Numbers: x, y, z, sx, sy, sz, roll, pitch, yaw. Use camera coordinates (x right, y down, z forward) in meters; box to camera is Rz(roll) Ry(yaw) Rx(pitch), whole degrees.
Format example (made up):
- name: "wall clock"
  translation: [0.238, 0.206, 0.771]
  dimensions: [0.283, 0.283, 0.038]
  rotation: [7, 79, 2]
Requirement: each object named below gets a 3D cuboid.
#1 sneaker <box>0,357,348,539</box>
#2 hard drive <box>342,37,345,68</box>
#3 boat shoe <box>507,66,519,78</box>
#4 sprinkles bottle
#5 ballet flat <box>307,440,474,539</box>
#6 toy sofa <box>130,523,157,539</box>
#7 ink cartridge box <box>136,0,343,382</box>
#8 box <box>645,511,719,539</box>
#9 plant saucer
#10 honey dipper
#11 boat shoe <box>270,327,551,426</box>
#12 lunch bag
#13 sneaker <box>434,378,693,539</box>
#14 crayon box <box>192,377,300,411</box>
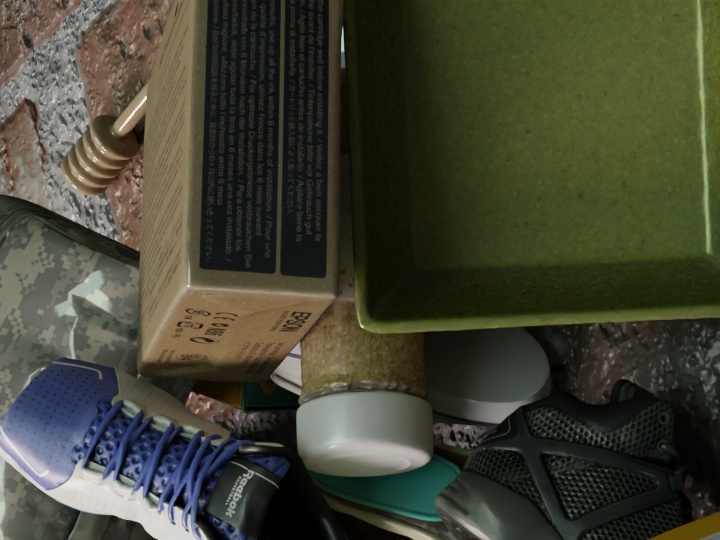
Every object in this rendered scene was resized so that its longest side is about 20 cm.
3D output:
- name: "sneaker"
  translation: [-0.080, 0.102, 0.870]
  dimensions: [0.081, 0.198, 0.115]
  rotation: [-59, -1, -20]
- name: "hard drive"
  translation: [-0.015, -0.118, 0.975]
  dimensions: [0.132, 0.026, 0.201]
  rotation: [36, 106, 17]
- name: "boat shoe"
  translation: [0.076, -0.092, 0.890]
  dimensions: [0.074, 0.068, 0.202]
  rotation: [12, 101, 30]
- name: "sprinkles bottle"
  translation: [0.000, 0.000, 0.891]
  dimensions: [0.068, 0.068, 0.202]
  rotation: [-22, 63, 45]
- name: "ballet flat"
  translation: [0.063, 0.125, 0.906]
  dimensions: [0.199, 0.069, 0.070]
  rotation: [23, 107, 20]
- name: "toy sofa"
  translation: [-0.094, 0.160, 1.023]
  dimensions: [0.200, 0.082, 0.099]
  rotation: [169, 99, -67]
- name: "ink cartridge box"
  translation: [-0.062, -0.044, 0.856]
  dimensions: [0.200, 0.074, 0.166]
  rotation: [132, 140, -71]
- name: "box"
  translation: [0.192, 0.138, 0.670]
  dimensions: [0.200, 0.118, 0.042]
  rotation: [-122, 13, -71]
- name: "plant saucer"
  translation: [0.093, -0.076, 0.830]
  dimensions: [0.048, 0.198, 0.202]
  rotation: [-27, -65, -88]
- name: "honey dipper"
  translation: [-0.133, -0.124, 1.158]
  dimensions: [0.200, 0.038, 0.038]
  rotation: [-45, 58, 33]
- name: "boat shoe"
  translation: [0.019, 0.057, 0.963]
  dimensions: [0.199, 0.072, 0.066]
  rotation: [11, 132, 32]
- name: "lunch bag"
  translation: [-0.172, 0.073, 1.003]
  dimensions: [0.167, 0.139, 0.201]
  rotation: [18, 83, 51]
- name: "sneaker"
  translation: [0.143, 0.125, 0.813]
  dimensions: [0.199, 0.076, 0.115]
  rotation: [35, 78, 20]
- name: "crayon box"
  translation: [-0.078, -0.024, 1.074]
  dimensions: [0.118, 0.058, 0.202]
  rotation: [12, 98, 47]
